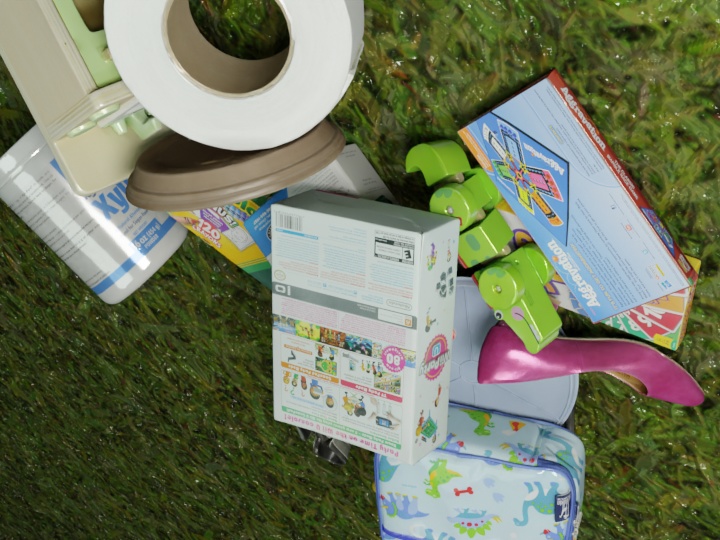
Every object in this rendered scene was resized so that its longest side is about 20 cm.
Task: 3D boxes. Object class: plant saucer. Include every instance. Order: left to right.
[{"bbox_3d":[-0.112,-0.103,0.974,0.199,0.200,0.030,6,120,39],"label":"plant saucer"}]

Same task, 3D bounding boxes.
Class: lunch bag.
[{"bbox_3d":[0.115,0.217,1.074,0.198,0.083,0.162,10,123,15],"label":"lunch bag"}]

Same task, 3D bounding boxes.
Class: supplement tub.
[{"bbox_3d":[-0.302,-0.074,1.238,0.200,0.132,0.132,47,145,-15],"label":"supplement tub"}]

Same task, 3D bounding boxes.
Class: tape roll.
[{"bbox_3d":[-0.098,-0.199,0.885,0.201,0.071,0.204,4,125,6],"label":"tape roll"}]

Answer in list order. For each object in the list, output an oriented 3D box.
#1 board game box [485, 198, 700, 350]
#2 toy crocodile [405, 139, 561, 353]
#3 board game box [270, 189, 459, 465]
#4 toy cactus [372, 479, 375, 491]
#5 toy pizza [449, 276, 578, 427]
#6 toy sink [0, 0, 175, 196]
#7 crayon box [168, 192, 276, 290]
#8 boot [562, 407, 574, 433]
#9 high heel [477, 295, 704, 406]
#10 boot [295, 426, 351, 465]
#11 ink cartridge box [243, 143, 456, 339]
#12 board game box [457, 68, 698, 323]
[{"bbox_3d":[0.188,-0.004,0.961,0.199,0.030,0.096,24,144,25],"label":"board game box"},{"bbox_3d":[0.104,-0.022,0.930,0.062,0.067,0.201,-29,94,44],"label":"toy crocodile"},{"bbox_3d":[0.001,0.045,0.937,0.147,0.064,0.202,14,112,31],"label":"board game box"},{"bbox_3d":[0.070,0.213,1.250,0.165,0.103,0.199,43,149,-25],"label":"toy cactus"},{"bbox_3d":[0.111,0.090,1.069,0.199,0.032,0.201,10,122,16],"label":"toy pizza"},{"bbox_3d":[-0.225,-0.188,0.988,0.112,0.130,0.201,-17,100,51],"label":"toy sink"},{"bbox_3d":[-0.132,-0.076,1.142,0.199,0.058,0.119,36,146,3],"label":"crayon box"},{"bbox_3d":[0.118,0.201,1.142,0.173,0.069,0.201,21,112,5],"label":"boot"},{"bbox_3d":[0.202,0.096,0.976,0.199,0.096,0.067,28,169,-8],"label":"high heel"},{"bbox_3d":[-0.033,0.109,1.202,0.067,0.131,0.201,3,133,40],"label":"boot"},{"bbox_3d":[0.000,0.000,1.014,0.116,0.067,0.201,-37,84,26],"label":"ink cartridge box"},{"bbox_3d":[0.172,-0.054,0.890,0.103,0.019,0.200,-27,103,45],"label":"board game box"}]
